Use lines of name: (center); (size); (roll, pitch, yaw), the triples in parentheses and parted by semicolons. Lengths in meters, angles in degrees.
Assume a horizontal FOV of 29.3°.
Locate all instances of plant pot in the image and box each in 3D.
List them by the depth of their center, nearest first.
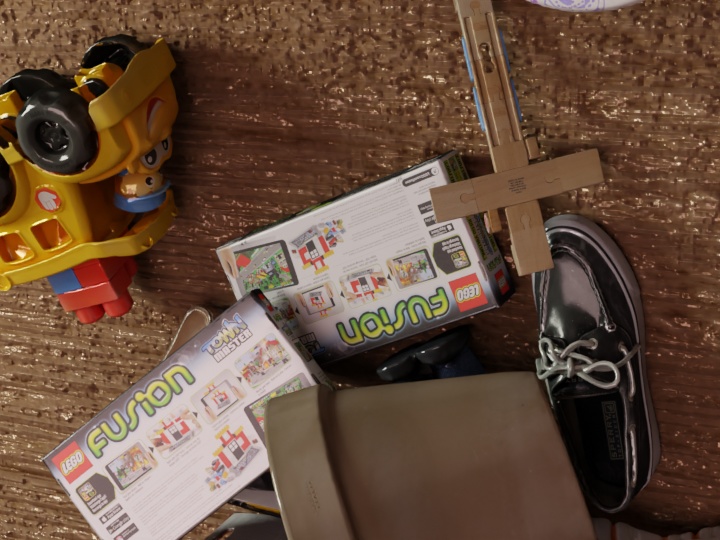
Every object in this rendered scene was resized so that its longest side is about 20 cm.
plant pot: (0.051, 0.147, 0.883); (0.172, 0.200, 0.201); (-21, 97, 5)

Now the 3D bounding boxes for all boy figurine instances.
boy figurine: (0.079, 0.145, 0.995); (0.124, 0.064, 0.201); (-21, 94, 21)

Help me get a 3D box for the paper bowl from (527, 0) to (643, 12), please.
paper bowl: (0.143, -0.258, 0.806); (0.199, 0.104, 0.202); (8, 110, 23)

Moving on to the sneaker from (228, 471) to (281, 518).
sneaker: (-0.060, 0.145, 1.073); (0.199, 0.070, 0.091); (6, 75, 38)

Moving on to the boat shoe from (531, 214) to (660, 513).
boat shoe: (0.152, 0.065, 0.928); (0.073, 0.068, 0.201); (-4, 104, 27)

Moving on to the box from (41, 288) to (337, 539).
box: (-0.119, 0.117, 0.997); (0.200, 0.035, 0.110); (-38, 87, 6)

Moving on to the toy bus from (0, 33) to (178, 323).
toy bus: (-0.207, -0.058, 1.042); (0.199, 0.136, 0.193); (-17, 111, 27)

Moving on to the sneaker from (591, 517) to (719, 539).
sneaker: (0.194, 0.221, 0.937); (0.198, 0.078, 0.078); (3, 121, 6)

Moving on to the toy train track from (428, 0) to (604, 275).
toy train track: (0.093, -0.097, 0.916); (0.114, 0.033, 0.202); (-13, 89, -1)

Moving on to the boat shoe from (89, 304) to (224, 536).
boat shoe: (-0.151, 0.120, 1.055); (0.075, 0.072, 0.202); (8, 79, 48)

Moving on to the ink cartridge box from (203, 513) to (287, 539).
ink cartridge box: (-0.036, 0.238, 1.055); (0.199, 0.109, 0.051); (1, 107, 27)

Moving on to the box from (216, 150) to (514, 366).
box: (0.000, 0.000, 0.994); (0.199, 0.035, 0.111); (-20, 97, 30)
